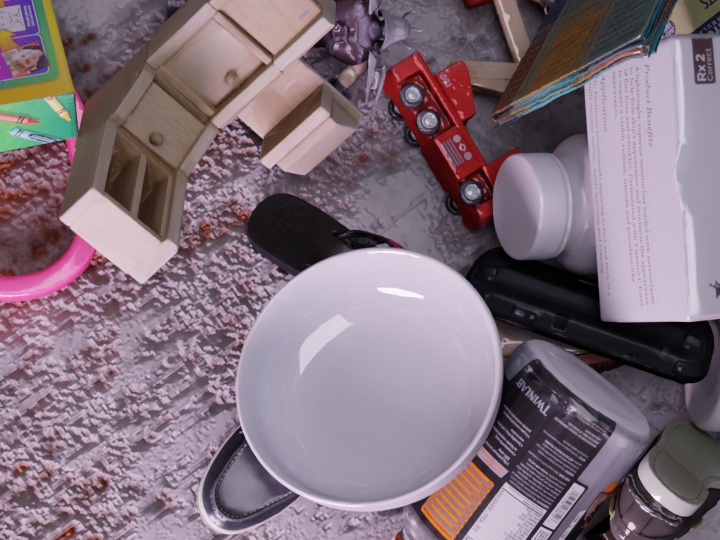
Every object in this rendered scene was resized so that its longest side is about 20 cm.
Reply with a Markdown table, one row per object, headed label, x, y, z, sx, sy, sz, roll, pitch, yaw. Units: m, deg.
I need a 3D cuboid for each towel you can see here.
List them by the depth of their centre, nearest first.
| label | x | y | z | sx | sy | sz | roll | pitch | yaw |
| --- | --- | --- | --- | --- | --- | --- | --- | --- | --- |
| towel | 0.181 | -0.186 | 1.419 | 0.022 | 0.200 | 0.147 | 38 | 64 | -15 |

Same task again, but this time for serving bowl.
| label | x | y | z | sx | sy | sz | roll | pitch | yaw |
| --- | --- | --- | --- | --- | --- | --- | --- | --- | --- |
| serving bowl | 0.012 | 0.087 | 1.414 | 0.199 | 0.066 | 0.201 | -6 | 64 | 12 |

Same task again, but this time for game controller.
| label | x | y | z | sx | sy | sz | roll | pitch | yaw |
| --- | --- | --- | --- | --- | --- | --- | --- | --- | --- |
| game controller | 0.176 | 0.033 | 1.483 | 0.199 | 0.104 | 0.042 | 20 | 106 | 9 |

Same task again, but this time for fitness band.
| label | x | y | z | sx | sy | sz | roll | pitch | yaw |
| --- | --- | --- | --- | --- | --- | --- | --- | --- | --- |
| fitness band | -0.273 | -0.076 | 1.481 | 0.143 | 0.037 | 0.201 | -12 | 84 | -12 |

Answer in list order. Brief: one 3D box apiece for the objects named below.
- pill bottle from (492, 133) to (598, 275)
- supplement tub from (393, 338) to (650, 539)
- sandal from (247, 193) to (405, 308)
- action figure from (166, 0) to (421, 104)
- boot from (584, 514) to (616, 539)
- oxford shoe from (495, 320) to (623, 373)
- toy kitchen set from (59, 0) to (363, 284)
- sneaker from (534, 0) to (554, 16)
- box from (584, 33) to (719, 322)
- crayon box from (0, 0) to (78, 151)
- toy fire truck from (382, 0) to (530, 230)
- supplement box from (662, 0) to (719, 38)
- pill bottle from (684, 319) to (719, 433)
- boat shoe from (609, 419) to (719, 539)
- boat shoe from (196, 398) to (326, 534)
| label | x | y | z | sx | sy | sz | roll | pitch | yaw |
| --- | --- | --- | --- | --- | --- | --- | --- | --- | --- |
| pill bottle | 0.209 | -0.053 | 1.507 | 0.199 | 0.111 | 0.112 | -2 | 81 | -23 |
| supplement tub | 0.114 | 0.162 | 1.441 | 0.122 | 0.123 | 0.200 | 35 | 103 | -3 |
| sandal | 0.000 | 0.000 | 1.490 | 0.199 | 0.045 | 0.075 | 30 | 64 | 9 |
| action figure | -0.051 | -0.192 | 1.508 | 0.199 | 0.069 | 0.131 | 1 | 96 | 4 |
| boot | 0.208 | 0.310 | 1.494 | 0.186 | 0.064 | 0.201 | -34 | 93 | -11 |
| oxford shoe | 0.145 | 0.049 | 1.519 | 0.199 | 0.070 | 0.075 | -6 | 77 | -12 |
| toy kitchen set | -0.087 | -0.096 | 1.416 | 0.163 | 0.181 | 0.200 | 40 | 115 | -23 |
| sneaker | 0.186 | -0.223 | 1.576 | 0.079 | 0.074 | 0.200 | -38 | 88 | 5 |
| box | 0.282 | -0.067 | 1.407 | 0.199 | 0.131 | 0.200 | -4 | 90 | -23 |
| crayon box | -0.291 | -0.185 | 1.451 | 0.118 | 0.058 | 0.201 | -11 | 62 | -11 |
| toy fire truck | 0.095 | -0.149 | 1.552 | 0.141 | 0.049 | 0.201 | -31 | 88 | -15 |
| supplement box | 0.278 | -0.293 | 1.526 | 0.200 | 0.134 | 0.200 | -34 | 87 | -43 |
| pill bottle | 0.369 | 0.084 | 1.528 | 0.199 | 0.114 | 0.115 | 8 | 79 | -9 |
| boat shoe | 0.238 | 0.164 | 1.471 | 0.072 | 0.201 | 0.061 | 43 | 109 | 15 |
| boat shoe | -0.042 | 0.128 | 1.476 | 0.200 | 0.062 | 0.075 | -36 | 90 | -12 |
